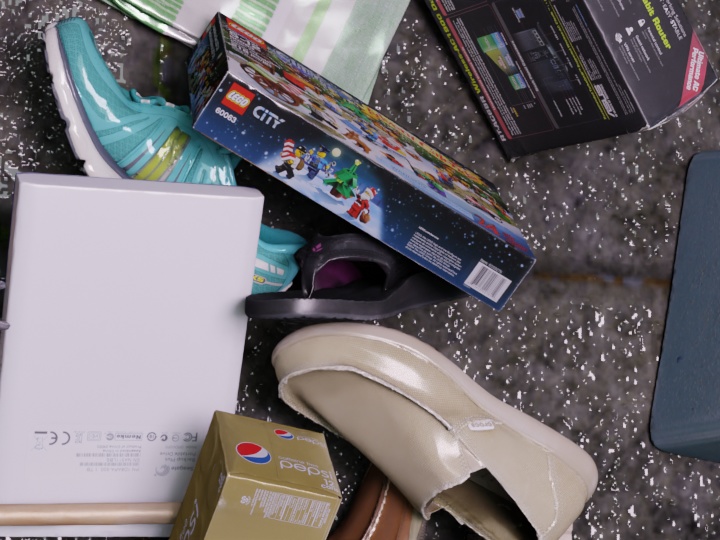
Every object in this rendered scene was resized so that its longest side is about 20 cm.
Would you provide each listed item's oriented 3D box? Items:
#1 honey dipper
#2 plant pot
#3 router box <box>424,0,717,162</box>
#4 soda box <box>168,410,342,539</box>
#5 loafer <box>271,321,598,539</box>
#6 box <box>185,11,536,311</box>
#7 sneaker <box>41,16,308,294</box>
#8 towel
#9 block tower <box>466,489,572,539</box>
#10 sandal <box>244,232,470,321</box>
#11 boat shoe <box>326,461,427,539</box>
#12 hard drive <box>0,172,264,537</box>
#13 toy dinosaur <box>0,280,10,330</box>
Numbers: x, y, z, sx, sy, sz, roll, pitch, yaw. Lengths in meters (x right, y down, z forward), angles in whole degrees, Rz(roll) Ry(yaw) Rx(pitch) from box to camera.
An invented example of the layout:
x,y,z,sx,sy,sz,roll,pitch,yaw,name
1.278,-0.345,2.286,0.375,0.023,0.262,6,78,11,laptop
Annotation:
x,y,z,sx,sy,sz,roll,pitch,yaw,name
-0.127,0.130,1.025,0.200,0.038,0.038,3,83,-16,honey dipper
0.319,0.028,1.137,0.195,0.200,0.197,13,80,-18,plant pot
0.102,-0.169,1.096,0.062,0.150,0.200,-34,103,-26,router box
-0.075,0.178,1.002,0.064,0.068,0.200,15,112,-17,soda box
0.039,0.095,1.039,0.200,0.076,0.068,26,51,-8,loafer
-0.003,-0.064,1.057,0.200,0.137,0.038,31,105,-17,box
-0.105,-0.063,1.056,0.080,0.078,0.200,-34,107,10,sneaker
-0.062,-0.191,1.121,0.200,0.023,0.153,27,76,-15,towel
0.093,0.205,1.106,0.058,0.054,0.200,0,81,-10,block tower
-0.001,0.000,1.057,0.200,0.075,0.048,-11,99,-59,sandal
-0.021,0.196,1.067,0.074,0.076,0.200,23,76,-12,boat shoe
-0.130,0.049,1.027,0.132,0.025,0.200,3,108,-19,hard drive
-0.222,-0.004,0.974,0.086,0.136,0.200,8,61,-13,toy dinosaur
